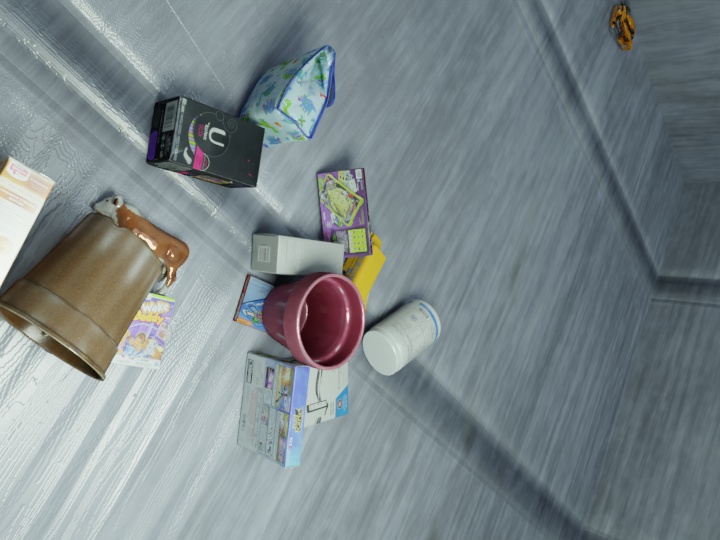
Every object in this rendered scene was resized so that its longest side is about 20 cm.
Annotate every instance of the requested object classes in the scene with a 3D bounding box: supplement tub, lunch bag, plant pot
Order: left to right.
[{"bbox_3d":[-0.429,0.034,0.950,0.201,0.196,0.201,51,57,-34],"label":"plant pot"},{"bbox_3d":[-0.145,-0.375,1.270,0.127,0.167,0.205,36,67,-40],"label":"lunch bag"},{"bbox_3d":[-0.116,0.102,1.308,0.196,0.176,0.208,-5,97,-45],"label":"plant pot"},{"bbox_3d":[0.113,0.175,1.608,0.198,0.130,0.136,-30,114,-38],"label":"supplement tub"}]

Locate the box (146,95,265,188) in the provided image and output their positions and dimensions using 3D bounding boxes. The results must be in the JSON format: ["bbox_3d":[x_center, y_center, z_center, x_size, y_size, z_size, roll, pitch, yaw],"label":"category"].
[{"bbox_3d":[-0.298,-0.244,1.170,0.197,0.104,0.127,11,87,-45],"label":"box"}]

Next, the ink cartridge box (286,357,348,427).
[{"bbox_3d":[-0.125,0.281,1.408,0.196,0.083,0.151,-6,98,-45],"label":"ink cartridge box"}]

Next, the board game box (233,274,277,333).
[{"bbox_3d":[-0.194,0.094,1.367,0.198,0.019,0.106,28,72,-43],"label":"board game box"}]

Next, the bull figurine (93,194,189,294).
[{"bbox_3d":[-0.409,-0.047,1.105,0.198,0.064,0.124,33,77,-36],"label":"bull figurine"}]

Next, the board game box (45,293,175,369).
[{"bbox_3d":[-0.449,0.096,1.090,0.197,0.044,0.139,19,80,-44],"label":"board game box"}]

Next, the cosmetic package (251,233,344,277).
[{"bbox_3d":[-0.139,-0.030,1.352,0.197,0.105,0.094,2,92,-47],"label":"cosmetic package"}]

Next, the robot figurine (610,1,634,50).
[{"bbox_3d":[1.135,-1.055,2.588,0.198,0.057,0.149,33,70,-42],"label":"robot figurine"}]

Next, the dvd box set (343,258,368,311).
[{"bbox_3d":[-0.025,0.001,1.520,0.144,0.029,0.207,15,82,-45],"label":"dvd box set"}]

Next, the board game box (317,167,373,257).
[{"bbox_3d":[-0.037,-0.134,1.430,0.032,0.116,0.207,-27,112,-76],"label":"board game box"}]

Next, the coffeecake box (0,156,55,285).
[{"bbox_3d":[-0.555,-0.059,0.892,0.072,0.151,0.205,33,71,-40],"label":"coffeecake box"}]

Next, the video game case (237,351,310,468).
[{"bbox_3d":[-0.187,0.291,1.277,0.045,0.178,0.207,7,89,-43],"label":"video game case"}]

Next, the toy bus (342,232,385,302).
[{"bbox_3d":[0.000,0.000,1.469,0.065,0.077,0.203,46,62,-36],"label":"toy bus"}]
